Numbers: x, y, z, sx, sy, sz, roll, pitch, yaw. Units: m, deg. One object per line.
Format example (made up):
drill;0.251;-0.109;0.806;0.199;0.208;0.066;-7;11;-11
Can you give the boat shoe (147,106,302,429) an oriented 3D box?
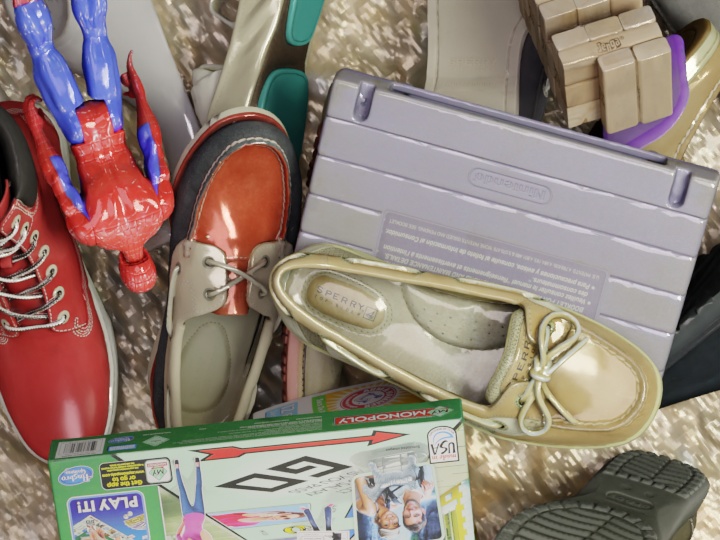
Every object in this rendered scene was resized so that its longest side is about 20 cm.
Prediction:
boat shoe;-0.071;0.011;1.268;0.071;0.063;0.201;6;122;-16

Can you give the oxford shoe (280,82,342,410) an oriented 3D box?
oxford shoe;0.000;0.000;1.304;0.073;0.071;0.201;11;95;-5

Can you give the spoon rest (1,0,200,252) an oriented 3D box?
spoon rest;-0.135;-0.110;1.307;0.099;0.060;0.201;-20;94;44

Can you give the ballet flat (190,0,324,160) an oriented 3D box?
ballet flat;-0.056;-0.118;1.310;0.069;0.069;0.201;14;91;2

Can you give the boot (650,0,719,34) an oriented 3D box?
boot;0.258;-0.134;1.290;0.181;0.073;0.201;-27;85;4

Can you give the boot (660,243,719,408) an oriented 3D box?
boot;0.234;0.060;1.285;0.200;0.077;0.168;-38;106;25

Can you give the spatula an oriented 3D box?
spatula;0.133;-0.148;1.269;0.056;0.020;0.201;-31;57;34

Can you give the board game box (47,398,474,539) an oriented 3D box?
board game box;-0.043;0.138;1.176;0.198;0.029;0.136;-6;109;1

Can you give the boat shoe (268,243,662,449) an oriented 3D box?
boat shoe;0.051;0.037;1.192;0.200;0.063;0.074;23;91;6

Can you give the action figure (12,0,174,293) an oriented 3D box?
action figure;-0.138;-0.084;1.237;0.065;0.052;0.201;-18;99;-15

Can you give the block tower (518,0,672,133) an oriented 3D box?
block tower;0.100;-0.165;1.237;0.054;0.058;0.201;-17;57;-4

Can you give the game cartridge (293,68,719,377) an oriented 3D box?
game cartridge;0.069;-0.015;1.230;0.199;0.038;0.130;16;114;5

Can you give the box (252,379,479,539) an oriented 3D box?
box;0.016;0.169;1.262;0.101;0.113;0.201;-14;110;3

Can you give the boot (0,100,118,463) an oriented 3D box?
boot;-0.180;0.010;1.275;0.072;0.144;0.201;-11;92;3

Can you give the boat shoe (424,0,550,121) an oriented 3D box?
boat shoe;0.072;-0.121;1.299;0.072;0.063;0.201;8;73;15

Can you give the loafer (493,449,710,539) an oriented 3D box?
loafer;0.124;0.154;1.250;0.075;0.200;0.070;19;112;28

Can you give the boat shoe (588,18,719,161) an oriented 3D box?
boat shoe;0.144;-0.040;1.291;0.066;0.074;0.201;31;110;-9
